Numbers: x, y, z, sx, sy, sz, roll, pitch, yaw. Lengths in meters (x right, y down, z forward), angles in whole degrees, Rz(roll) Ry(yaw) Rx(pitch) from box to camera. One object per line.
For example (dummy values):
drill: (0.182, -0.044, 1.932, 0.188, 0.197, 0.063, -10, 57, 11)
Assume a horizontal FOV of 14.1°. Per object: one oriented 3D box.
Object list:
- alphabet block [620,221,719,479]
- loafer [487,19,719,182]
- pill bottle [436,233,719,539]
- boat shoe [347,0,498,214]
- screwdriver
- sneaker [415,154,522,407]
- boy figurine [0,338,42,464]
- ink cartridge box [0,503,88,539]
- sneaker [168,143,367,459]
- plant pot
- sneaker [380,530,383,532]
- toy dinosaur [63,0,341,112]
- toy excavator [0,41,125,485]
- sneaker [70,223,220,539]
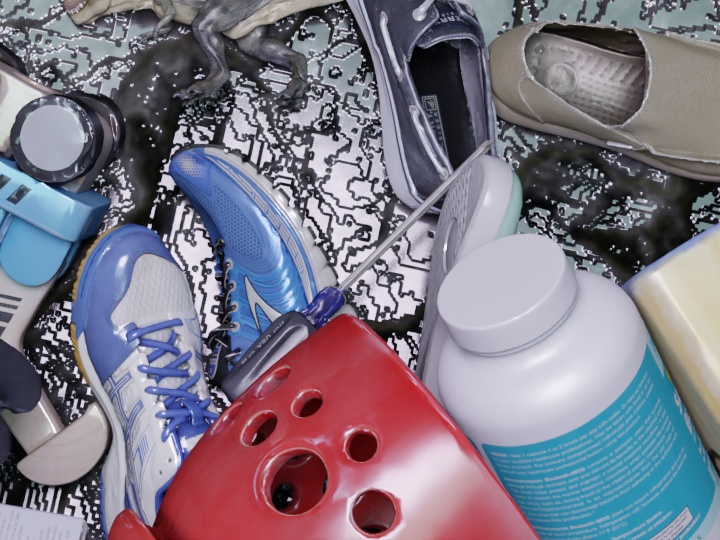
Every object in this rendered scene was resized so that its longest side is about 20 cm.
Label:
alphabet block: (0.266, 0.048, 1.549, 0.196, 0.195, 0.200, -32, 86, -3)
loafer: (0.166, -0.096, 1.624, 0.200, 0.068, 0.076, 8, 83, 0)
pill bottle: (0.109, 0.076, 1.493, 0.111, 0.111, 0.200, -32, 125, -5)
boat shoe: (0.037, -0.132, 1.614, 0.072, 0.068, 0.200, -7, 87, -28)
screwdriver: (0.000, 0.000, 1.566, 0.028, 0.029, 0.200, 45, 82, -3)
sneaker: (0.096, 0.021, 1.567, 0.118, 0.201, 0.074, 5, 42, -3)
boy figurine: (-0.252, 0.086, 1.552, 0.064, 0.200, 0.124, 46, 50, -23)
ink cartridge box: (-0.250, 0.187, 1.529, 0.200, 0.197, 0.043, 10, 45, -1)
sneaker: (-0.055, 0.021, 1.602, 0.089, 0.079, 0.200, -31, 85, -7)
plant pot: (-0.017, 0.149, 1.461, 0.182, 0.200, 0.201, -35, 85, -7)
sneaker: (0.075, 0.220, 1.561, 0.099, 0.078, 0.200, -18, 78, 17)
toy dinosaur: (-0.067, -0.136, 1.638, 0.200, 0.047, 0.088, -2, 77, -5)
toy excavator: (-0.193, -0.007, 1.605, 0.194, 0.100, 0.200, 28, 97, 1)
sneaker: (-0.099, 0.074, 1.558, 0.075, 0.088, 0.200, -20, 111, -31)
